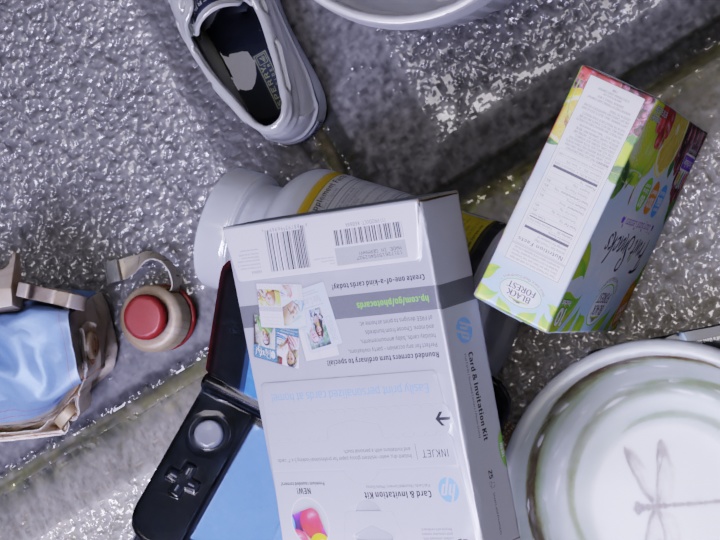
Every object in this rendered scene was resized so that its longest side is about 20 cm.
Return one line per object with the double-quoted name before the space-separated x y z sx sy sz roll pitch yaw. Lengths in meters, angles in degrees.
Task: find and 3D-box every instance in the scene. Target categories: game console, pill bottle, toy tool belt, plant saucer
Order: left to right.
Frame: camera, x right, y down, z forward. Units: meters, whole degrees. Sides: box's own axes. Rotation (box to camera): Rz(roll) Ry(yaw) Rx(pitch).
"toy tool belt" -0.222 0.050 1.279 0.200 0.123 0.125 -13 84 18
"game console" -0.030 0.119 1.170 0.200 0.119 0.172 25 74 15
"pill bottle" 0.000 0.000 1.210 0.200 0.112 0.112 17 94 19
"plant saucer" 0.183 0.140 1.131 0.200 0.050 0.200 0 89 19

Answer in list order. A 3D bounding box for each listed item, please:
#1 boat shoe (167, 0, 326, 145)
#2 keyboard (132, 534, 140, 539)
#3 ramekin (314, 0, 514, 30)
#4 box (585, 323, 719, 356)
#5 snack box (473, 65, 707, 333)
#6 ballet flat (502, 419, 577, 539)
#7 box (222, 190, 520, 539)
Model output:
"boat shoe" -0.089 -0.175 1.270 0.074 0.065 0.200 -38 78 14
"keyboard" -0.091 0.259 1.254 0.200 0.021 0.127 48 139 14
"ramekin" 0.042 -0.247 1.207 0.200 0.105 0.200 0 89 19
"box" 0.252 0.107 1.158 0.200 0.044 0.160 -12 84 18
"snack box" 0.140 -0.036 1.117 0.053 0.200 0.142 28 97 17
"ballet flat" 0.128 0.167 1.197 0.065 0.071 0.200 -22 84 -9
"box" 0.004 0.062 1.091 0.156 0.041 0.200 -8 94 42
